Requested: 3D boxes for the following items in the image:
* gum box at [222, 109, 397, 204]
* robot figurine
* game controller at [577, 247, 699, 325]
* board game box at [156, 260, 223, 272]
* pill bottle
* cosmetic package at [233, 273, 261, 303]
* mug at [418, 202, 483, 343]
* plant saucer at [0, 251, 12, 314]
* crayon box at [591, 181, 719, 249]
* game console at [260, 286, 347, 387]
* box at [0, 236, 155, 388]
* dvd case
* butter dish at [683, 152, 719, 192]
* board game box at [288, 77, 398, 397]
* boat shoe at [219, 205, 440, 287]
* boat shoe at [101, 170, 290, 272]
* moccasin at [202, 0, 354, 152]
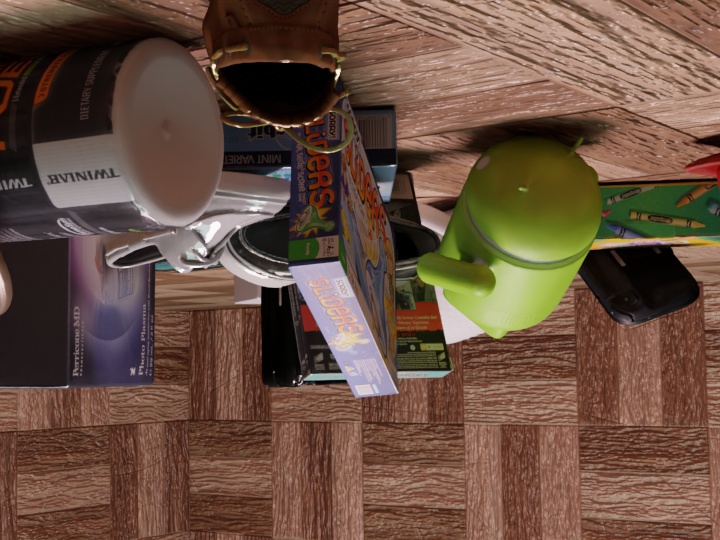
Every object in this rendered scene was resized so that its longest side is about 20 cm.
[{"bbox_3d":[-0.058,-0.085,0.983,0.168,0.045,0.200,-1,175,0],"label":"gum box"},{"bbox_3d":[0.130,-0.029,1.033,0.175,0.116,0.201,-40,162,-30],"label":"robot figurine"},{"bbox_3d":[0.300,-0.009,1.403,0.103,0.042,0.201,-12,-146,-8],"label":"game controller"},{"bbox_3d":[-0.270,-0.019,1.887,0.134,0.029,0.199,4,173,-43],"label":"board game box"},{"bbox_3d":[-0.187,-0.071,0.726,0.198,0.108,0.106,-4,175,27],"label":"pill bottle"},{"bbox_3d":[-0.050,-0.013,1.508,0.198,0.109,0.085,-1,175,-26],"label":"cosmetic package"},{"bbox_3d":[0.108,-0.015,1.430,0.199,0.149,0.175,32,157,-15],"label":"mug"},{"bbox_3d":[-0.284,-0.042,0.720,0.029,0.201,0.199,-47,-158,-28],"label":"plant saucer"},{"bbox_3d":[0.301,-0.057,1.332,0.197,0.059,0.119,-2,176,8],"label":"crayon box"},{"bbox_3d":[-0.039,0.013,1.236,0.115,0.203,0.176,-1,175,-17],"label":"game console"},{"bbox_3d":[-0.299,0.020,1.266,0.122,0.203,0.198,-2,176,16],"label":"box"},{"bbox_3d":[0.000,0.000,1.120,0.145,0.202,0.022,1,158,-28],"label":"dvd case"},{"bbox_3d":[0.400,-0.038,1.029,0.198,0.150,0.199,3,175,-34],"label":"butter dish"},{"bbox_3d":[-0.009,-0.015,0.847,0.034,0.137,0.200,-6,151,10],"label":"board game box"},{"bbox_3d":[-0.026,-0.027,1.064,0.198,0.072,0.064,2,160,-28],"label":"boat shoe"},{"bbox_3d":[-0.126,-0.033,0.908,0.198,0.069,0.072,-4,174,39],"label":"boat shoe"},{"bbox_3d":[-0.038,-0.098,0.595,0.073,0.079,0.201,0,176,-11],"label":"moccasin"}]
